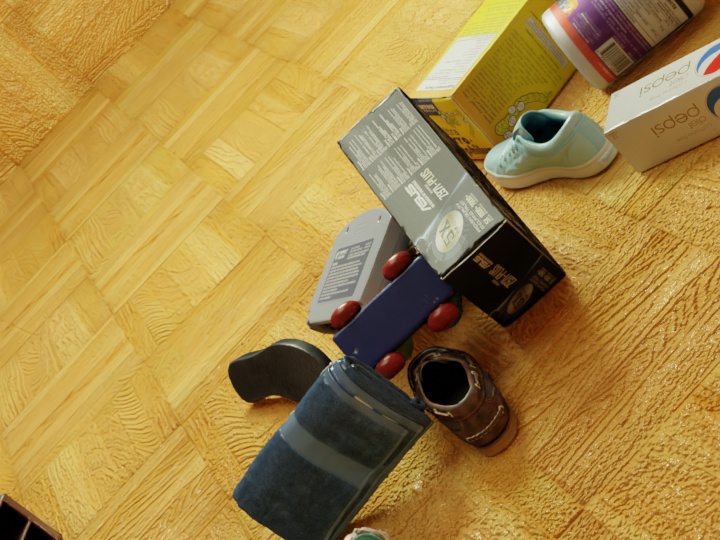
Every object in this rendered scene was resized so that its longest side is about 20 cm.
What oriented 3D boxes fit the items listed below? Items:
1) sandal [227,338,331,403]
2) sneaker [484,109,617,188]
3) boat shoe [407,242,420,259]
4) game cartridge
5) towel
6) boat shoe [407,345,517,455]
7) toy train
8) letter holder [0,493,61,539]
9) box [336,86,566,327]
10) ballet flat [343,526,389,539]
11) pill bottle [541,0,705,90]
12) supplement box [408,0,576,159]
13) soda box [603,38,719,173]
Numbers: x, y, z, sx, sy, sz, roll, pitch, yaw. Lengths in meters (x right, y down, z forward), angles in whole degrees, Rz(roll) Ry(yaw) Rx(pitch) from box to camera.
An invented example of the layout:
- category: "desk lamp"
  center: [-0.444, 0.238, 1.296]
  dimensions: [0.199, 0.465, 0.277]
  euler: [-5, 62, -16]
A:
- category: "sandal"
  center: [-0.086, 0.110, 1.768]
  dimensions: [0.043, 0.076, 0.200]
  euler: [-28, 13, -33]
- category: "sneaker"
  center: [0.193, -0.145, 1.695]
  dimensions: [0.200, 0.082, 0.074]
  euler: [-7, 44, 55]
- category: "boat shoe"
  center: [0.065, 0.008, 1.686]
  dimensions: [0.200, 0.076, 0.074]
  euler: [-31, 32, 48]
- category: "game cartridge"
  center: [0.000, 0.000, 1.667]
  dimensions: [0.200, 0.041, 0.134]
  euler: [167, 122, -72]
- category: "towel"
  center: [-0.030, 0.178, 1.468]
  dimensions: [0.200, 0.111, 0.049]
  euler: [-52, 11, 27]
- category: "boat shoe"
  center: [0.087, 0.109, 1.484]
  dimensions: [0.070, 0.070, 0.200]
  euler: [-50, 22, -2]
- category: "toy train"
  center: [0.017, 0.075, 1.532]
  dimensions: [0.200, 0.085, 0.116]
  euler: [-44, -17, 8]
- category: "letter holder"
  center: [-0.494, 0.393, 1.948]
  dimensions: [0.200, 0.101, 0.142]
  euler: [-29, 31, 34]
- category: "box"
  center: [0.091, -0.060, 1.530]
  dimensions: [0.086, 0.164, 0.200]
  euler: [-41, 58, 8]
- category: "ballet flat"
  center: [-0.034, 0.318, 1.374]
  dimensions: [0.200, 0.072, 0.072]
  euler: [-51, 24, -16]
- category: "pill bottle"
  center: [0.310, -0.304, 1.719]
  dimensions: [0.200, 0.111, 0.112]
  euler: [-39, 25, 15]
- category: "supplement box"
  center: [0.170, -0.241, 1.852]
  dimensions: [0.200, 0.110, 0.109]
  euler: [-52, 24, -14]
- category: "soda box"
  center: [0.340, -0.174, 1.524]
  dimensions: [0.200, 0.064, 0.068]
  euler: [-27, 31, 38]
